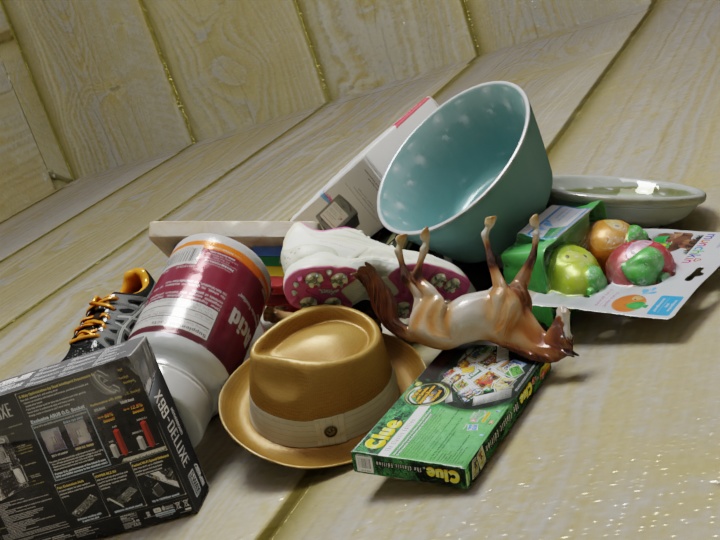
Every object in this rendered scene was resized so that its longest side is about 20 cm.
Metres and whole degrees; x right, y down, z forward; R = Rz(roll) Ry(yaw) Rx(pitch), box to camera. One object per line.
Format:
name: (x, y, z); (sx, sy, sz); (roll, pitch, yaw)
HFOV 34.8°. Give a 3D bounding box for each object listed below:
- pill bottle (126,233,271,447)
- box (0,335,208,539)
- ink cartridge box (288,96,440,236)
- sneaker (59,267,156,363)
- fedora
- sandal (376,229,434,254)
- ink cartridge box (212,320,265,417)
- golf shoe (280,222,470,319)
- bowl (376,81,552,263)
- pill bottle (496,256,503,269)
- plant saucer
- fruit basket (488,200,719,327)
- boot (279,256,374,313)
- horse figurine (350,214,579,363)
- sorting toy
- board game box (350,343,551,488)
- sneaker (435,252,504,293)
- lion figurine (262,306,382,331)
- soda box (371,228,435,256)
pill bottle: (-0.168, 0.070, 1.138); (0.113, 0.115, 0.202); (-11, 39, 29)
box: (-0.258, 0.164, 1.038); (0.197, 0.160, 0.050); (-18, 15, 12)
ink cartridge box: (0.019, -0.105, 1.401); (0.148, 0.086, 0.200); (-46, 5, -36)
sneaker: (-0.270, 0.065, 1.227); (0.077, 0.078, 0.200); (-12, 18, 24)
fedora: (-0.037, 0.090, 1.046); (0.197, 0.083, 0.202); (-6, 35, 4)
sandal: (0.076, -0.052, 1.359); (0.080, 0.057, 0.201); (-33, 13, 49)
ink cartridge box: (-0.209, 0.108, 1.304); (0.145, 0.086, 0.198); (-31, 20, -33)
golf shoe: (0.014, -0.007, 1.121); (0.197, 0.076, 0.092); (7, 42, -25)
bowl: (0.124, -0.089, 1.211); (0.199, 0.105, 0.203); (-33, 34, 26)
pill bottle: (0.165, -0.064, 1.364); (0.103, 0.106, 0.200); (-19, 15, 3)
plant saucer: (0.280, -0.071, 1.274); (0.196, 0.051, 0.200); (3, 12, -1)
fruit basket: (0.244, -0.010, 1.107); (0.198, 0.095, 0.184); (-1, 24, 43)
boot: (0.000, 0.000, 1.235); (0.097, 0.075, 0.199); (39, 22, 24)
horse figurine: (0.093, 0.024, 1.037); (0.196, 0.135, 0.050); (-7, -7, 15)
sorting toy: (-0.130, 0.006, 1.355); (0.195, 0.071, 0.200); (1, -16, 8)
board game box: (0.082, 0.117, 0.977); (0.103, 0.024, 0.200); (5, 26, 28)
sneaker: (0.121, 0.019, 1.255); (0.081, 0.073, 0.200); (5, 19, 2)
lion figurine: (-0.025, 0.068, 1.226); (0.121, 0.074, 0.199); (13, 25, 28)
soda box: (0.056, -0.033, 1.479); (0.070, 0.064, 0.200); (-13, 18, 25)
